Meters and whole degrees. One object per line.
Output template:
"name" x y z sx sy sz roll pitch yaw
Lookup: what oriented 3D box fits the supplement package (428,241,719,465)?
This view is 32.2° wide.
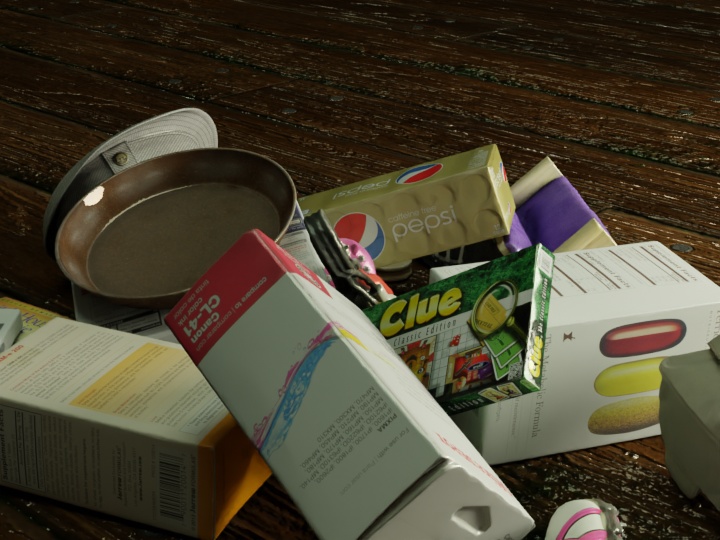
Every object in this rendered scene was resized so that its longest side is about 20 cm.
"supplement package" 0.159 0.057 0.934 0.199 0.114 0.110 -7 27 -19

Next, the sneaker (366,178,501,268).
"sneaker" 0.082 -0.053 1.267 0.081 0.074 0.200 -9 26 -33

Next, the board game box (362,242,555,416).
"board game box" 0.045 0.057 0.857 0.199 0.023 0.105 -23 41 40

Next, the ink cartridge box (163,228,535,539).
"ink cartridge box" -0.007 0.087 0.732 0.086 0.148 0.200 -42 54 4

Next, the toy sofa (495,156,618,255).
"toy sofa" 0.175 -0.043 1.171 0.083 0.098 0.200 -39 19 11

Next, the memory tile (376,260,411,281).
"memory tile" -0.063 -0.007 1.216 0.199 0.017 0.153 -12 26 -30

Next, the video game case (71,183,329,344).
"video game case" -0.138 -0.005 1.026 0.199 0.023 0.183 -17 38 -6

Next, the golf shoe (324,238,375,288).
"golf shoe" -0.086 0.032 1.072 0.199 0.076 0.092 -14 -7 -15

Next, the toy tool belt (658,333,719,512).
"toy tool belt" 0.282 0.113 0.799 0.122 0.126 0.200 -12 25 -9

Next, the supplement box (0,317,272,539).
"supplement box" -0.161 0.104 0.862 0.199 0.074 0.126 11 24 19

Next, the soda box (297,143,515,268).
"soda box" 0.036 -0.049 1.130 0.199 0.068 0.064 -14 20 19

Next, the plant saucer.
"plant saucer" -0.147 -0.031 1.016 0.199 0.035 0.201 -8 39 6

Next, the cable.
"cable" 0.000 0.000 0.965 0.050 0.200 0.097 -19 53 1

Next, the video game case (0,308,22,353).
"video game case" -0.345 0.077 0.918 0.142 0.018 0.200 -1 23 1

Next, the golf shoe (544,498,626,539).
"golf shoe" 0.101 0.185 0.678 0.092 0.073 0.200 4 23 11

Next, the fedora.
"fedora" -0.192 -0.051 1.164 0.199 0.177 0.090 -27 62 -28

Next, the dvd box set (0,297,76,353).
"dvd box set" -0.308 0.080 0.972 0.146 0.030 0.200 14 27 32
